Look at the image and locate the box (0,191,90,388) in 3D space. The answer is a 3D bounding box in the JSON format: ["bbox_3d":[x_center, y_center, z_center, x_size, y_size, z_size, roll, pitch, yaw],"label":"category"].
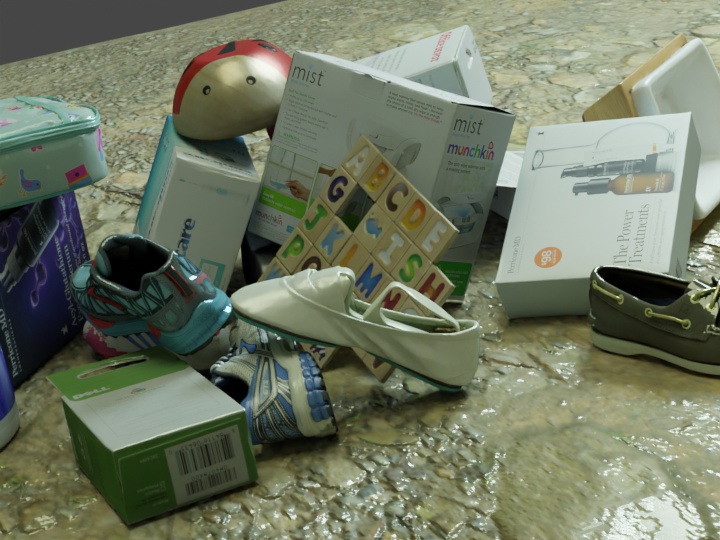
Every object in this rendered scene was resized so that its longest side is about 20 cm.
[{"bbox_3d":[-0.339,0.012,1.640,0.104,0.148,0.200,-4,20,19],"label":"box"}]

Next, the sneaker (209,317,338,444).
[{"bbox_3d":[-0.086,0.082,1.398,0.085,0.077,0.200,-19,19,-11],"label":"sneaker"}]

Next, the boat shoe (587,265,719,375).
[{"bbox_3d":[0.256,0.035,1.359,0.072,0.060,0.202,-25,23,-38],"label":"boat shoe"}]

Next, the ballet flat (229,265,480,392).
[{"bbox_3d":[0.001,0.032,1.372,0.200,0.070,0.069,19,17,-6],"label":"ballet flat"}]

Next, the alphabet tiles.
[{"bbox_3d":[0.000,0.000,1.485,0.008,0.167,0.200,26,16,-41],"label":"alphabet tiles"}]

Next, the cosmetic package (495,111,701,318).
[{"bbox_3d":[0.209,-0.049,1.539,0.151,0.052,0.200,-6,44,23],"label":"cosmetic package"}]

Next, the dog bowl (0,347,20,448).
[{"bbox_3d":[-0.388,0.113,1.467,0.200,0.079,0.200,-9,18,3],"label":"dog bowl"}]

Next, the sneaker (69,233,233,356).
[{"bbox_3d":[-0.182,0.001,1.442,0.200,0.096,0.079,9,51,50],"label":"sneaker"}]

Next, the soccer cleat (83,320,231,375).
[{"bbox_3d":[-0.180,0.039,1.560,0.070,0.086,0.200,-24,22,-37],"label":"soccer cleat"}]

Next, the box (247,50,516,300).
[{"bbox_3d":[0.015,-0.087,1.593,0.200,0.177,0.097,22,11,39],"label":"box"}]

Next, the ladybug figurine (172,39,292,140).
[{"bbox_3d":[-0.119,-0.177,1.698,0.136,0.072,0.200,-15,14,0],"label":"ladybug figurine"}]

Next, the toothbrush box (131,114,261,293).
[{"bbox_3d":[-0.163,-0.052,1.702,0.085,0.147,0.200,16,12,-12],"label":"toothbrush box"}]

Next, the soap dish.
[{"bbox_3d":[0.295,-0.128,1.703,0.081,0.158,0.200,-19,11,32],"label":"soap dish"}]

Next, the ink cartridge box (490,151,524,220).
[{"bbox_3d":[0.129,-0.084,1.754,0.176,0.045,0.200,2,13,-18],"label":"ink cartridge box"}]

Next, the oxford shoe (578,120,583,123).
[{"bbox_3d":[0.258,-0.108,1.793,0.071,0.073,0.200,-43,-15,20],"label":"oxford shoe"}]

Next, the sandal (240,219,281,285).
[{"bbox_3d":[-0.086,-0.009,1.691,0.043,0.076,0.200,-7,27,-10],"label":"sandal"}]

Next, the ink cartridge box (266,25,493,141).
[{"bbox_3d":[0.021,-0.160,1.754,0.200,0.086,0.148,-16,19,15],"label":"ink cartridge box"}]

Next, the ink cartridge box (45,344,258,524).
[{"bbox_3d":[-0.162,0.119,1.347,0.104,0.059,0.200,-16,18,-20],"label":"ink cartridge box"}]

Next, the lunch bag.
[{"bbox_3d":[-0.325,-0.113,1.645,0.160,0.077,0.200,-19,20,-23],"label":"lunch bag"}]
